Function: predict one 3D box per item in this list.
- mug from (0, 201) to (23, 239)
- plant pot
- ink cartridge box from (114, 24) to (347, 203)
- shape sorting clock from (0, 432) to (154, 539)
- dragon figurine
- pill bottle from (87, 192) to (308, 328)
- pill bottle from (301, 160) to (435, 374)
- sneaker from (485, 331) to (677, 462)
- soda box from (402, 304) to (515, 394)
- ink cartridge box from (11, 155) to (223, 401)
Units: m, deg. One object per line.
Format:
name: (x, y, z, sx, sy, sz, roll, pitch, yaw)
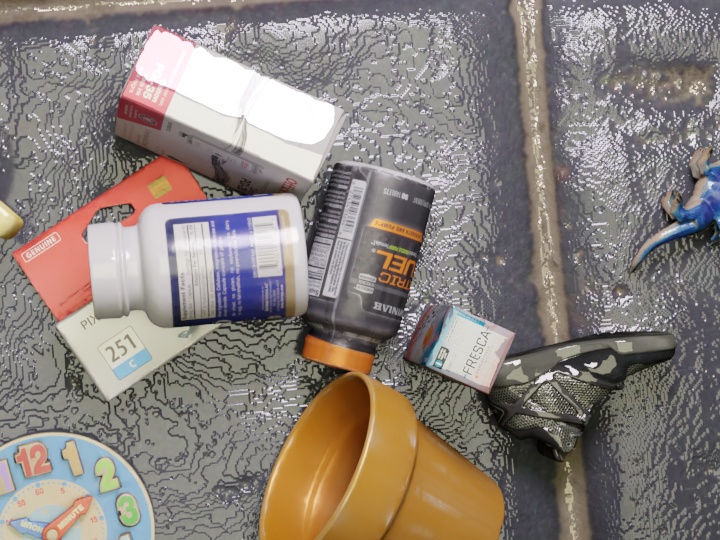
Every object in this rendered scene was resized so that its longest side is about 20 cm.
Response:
mug: (-0.417, -0.099, 1.584, 0.149, 0.153, 0.187, -19, 92, -7)
plant pot: (0.031, 0.226, 1.621, 0.183, 0.200, 0.200, 28, 86, -20)
ink cartridge box: (-0.128, -0.142, 1.615, 0.200, 0.147, 0.083, 24, 76, -5)
shape sorting clock: (-0.303, 0.259, 1.649, 0.200, 0.039, 0.200, 0, 89, -6)
dragon figurine: (0.366, -0.061, 1.719, 0.099, 0.059, 0.200, 35, 84, -4)
pill bottle: (-0.154, -0.007, 1.585, 0.200, 0.120, 0.120, -5, 90, -7)
pill bottle: (0.000, 0.000, 1.654, 0.106, 0.106, 0.200, 15, 88, -6)
sneaker: (0.229, 0.124, 1.695, 0.199, 0.076, 0.114, -15, 93, -3)
soda box: (0.092, 0.073, 1.615, 0.068, 0.200, 0.064, 24, 86, -4)
ink cartridge box: (-0.217, 0.002, 1.660, 0.200, 0.045, 0.176, -34, 94, -6)
